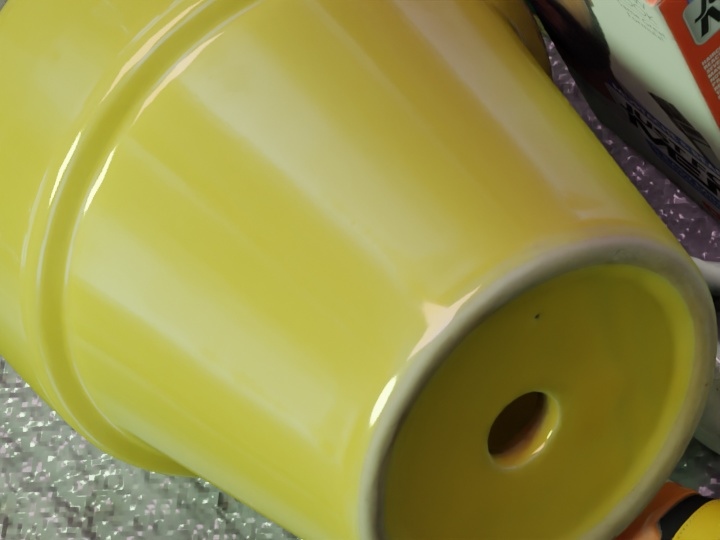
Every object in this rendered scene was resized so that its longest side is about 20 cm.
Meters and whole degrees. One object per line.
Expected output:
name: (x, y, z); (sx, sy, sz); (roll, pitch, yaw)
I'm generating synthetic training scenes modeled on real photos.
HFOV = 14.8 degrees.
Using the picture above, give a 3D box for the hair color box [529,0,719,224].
hair color box: (0.102, -0.082, 0.868); (0.064, 0.200, 0.111); (-42, 57, -3)

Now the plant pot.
plant pot: (0.000, 0.000, 0.849); (0.201, 0.201, 0.189); (-43, 48, -4)

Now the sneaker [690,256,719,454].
sneaker: (0.172, 0.047, 0.842); (0.200, 0.088, 0.075); (20, 72, 28)

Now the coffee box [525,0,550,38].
coffee box: (0.024, -0.154, 0.936); (0.123, 0.200, 0.044); (38, 85, 30)

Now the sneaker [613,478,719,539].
sneaker: (0.075, 0.157, 0.834); (0.090, 0.070, 0.200); (19, 71, 31)

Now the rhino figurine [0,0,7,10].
rhino figurine: (-0.150, -0.075, 1.043); (0.200, 0.060, 0.087); (-50, 45, -6)
